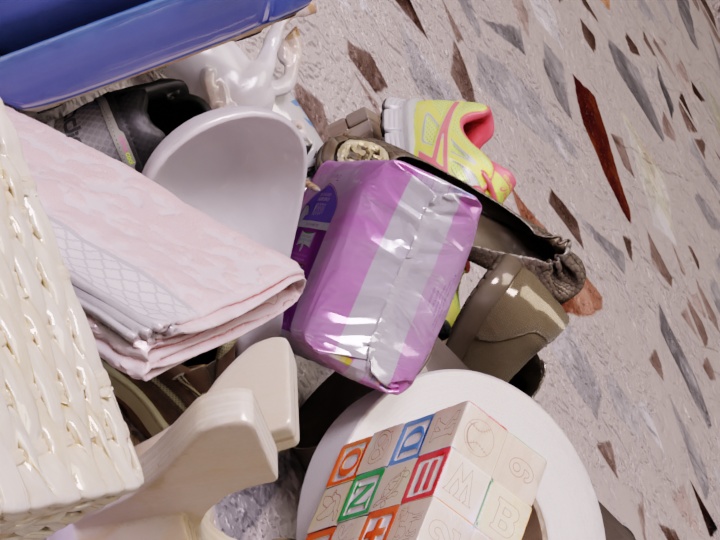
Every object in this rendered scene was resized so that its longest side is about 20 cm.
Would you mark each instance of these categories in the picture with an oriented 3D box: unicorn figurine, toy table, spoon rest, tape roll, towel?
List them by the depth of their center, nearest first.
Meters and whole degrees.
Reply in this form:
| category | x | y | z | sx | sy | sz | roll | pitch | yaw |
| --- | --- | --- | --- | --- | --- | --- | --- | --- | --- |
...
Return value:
| category | x | y | z | sx | sy | sz | roll | pitch | yaw |
| --- | --- | --- | --- | --- | --- | --- | --- | --- | --- |
| toy table | -0.083 | 0.121 | 0.935 | 0.184 | 0.116 | 0.201 | 67 | 16 | -62 |
| towel | -0.140 | -0.024 | 0.980 | 0.199 | 0.032 | 0.191 | 29 | 16 | 11 |
| spoon rest | -0.070 | -0.015 | 1.140 | 0.061 | 0.099 | 0.201 | 55 | -17 | 31 |
| tape roll | 0.055 | 0.158 | 1.188 | 0.202 | 0.037 | 0.204 | 11 | 70 | -33 |
| unicorn figurine | -0.084 | -0.130 | 1.307 | 0.199 | 0.074 | 0.138 | 31 | 60 | 5 |

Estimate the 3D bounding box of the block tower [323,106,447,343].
| category | x | y | z | sx | sy | sz | roll | pitch | yaw |
| --- | --- | --- | --- | --- | --- | --- | --- | --- | --- |
| block tower | 0.022 | -0.013 | 1.510 | 0.058 | 0.054 | 0.201 | 23 | 46 | -61 |

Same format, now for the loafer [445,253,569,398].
| category | x | y | z | sx | sy | sz | roll | pitch | yaw |
| --- | --- | --- | --- | --- | --- | --- | --- | --- | --- |
| loafer | 0.079 | 0.078 | 1.371 | 0.067 | 0.201 | 0.076 | 32 | 47 | 11 |

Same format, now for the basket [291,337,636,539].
| category | x | y | z | sx | sy | sz | roll | pitch | yaw |
| --- | --- | --- | --- | --- | --- | --- | --- | --- | --- |
| basket | 0.057 | 0.146 | 1.294 | 0.200 | 0.136 | 0.180 | 54 | 49 | -16 |

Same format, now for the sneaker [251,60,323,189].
| category | x | y | z | sx | sy | sz | roll | pitch | yaw |
| --- | --- | --- | --- | --- | --- | --- | --- | --- | --- |
| sneaker | -0.032 | -0.053 | 1.375 | 0.072 | 0.072 | 0.201 | -40 | 108 | -32 |

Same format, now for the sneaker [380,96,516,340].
| category | x | y | z | sx | sy | sz | roll | pitch | yaw |
| --- | --- | --- | --- | --- | --- | --- | --- | --- | --- |
| sneaker | 0.063 | -0.044 | 1.428 | 0.078 | 0.090 | 0.201 | 75 | 10 | -56 |

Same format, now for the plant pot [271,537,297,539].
| category | x | y | z | sx | sy | sz | roll | pitch | yaw |
| --- | --- | --- | --- | --- | --- | --- | --- | --- | --- |
| plant pot | -0.020 | 0.244 | 1.133 | 0.200 | 0.027 | 0.201 | 51 | 25 | -34 |

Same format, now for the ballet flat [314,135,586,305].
| category | x | y | z | sx | sy | sz | roll | pitch | yaw |
| --- | --- | --- | --- | --- | --- | --- | --- | --- | --- |
| ballet flat | 0.063 | -0.036 | 1.361 | 0.199 | 0.046 | 0.068 | 29 | 57 | -12 |

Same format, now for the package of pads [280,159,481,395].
| category | x | y | z | sx | sy | sz | roll | pitch | yaw |
| --- | --- | --- | --- | --- | --- | --- | --- | --- | --- |
| package of pads | 0.000 | 0.000 | 1.219 | 0.075 | 0.121 | 0.200 | 26 | -3 | -12 |

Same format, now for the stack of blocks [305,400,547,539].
| category | x | y | z | sx | sy | sz | roll | pitch | yaw |
| --- | --- | --- | --- | --- | --- | --- | --- | --- | --- |
| stack of blocks | 0.009 | 0.174 | 1.050 | 0.058 | 0.115 | 0.201 | 37 | 56 | -21 |

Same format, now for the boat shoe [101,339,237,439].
| category | x | y | z | sx | sy | sz | roll | pitch | yaw |
| --- | --- | --- | --- | --- | --- | --- | --- | --- | --- |
| boat shoe | -0.092 | 0.048 | 1.111 | 0.202 | 0.075 | 0.075 | 38 | 33 | -52 |

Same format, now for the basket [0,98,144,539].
| category | x | y | z | sx | sy | sz | roll | pitch | yaw |
| --- | --- | --- | --- | --- | --- | --- | --- | --- | --- |
| basket | -0.189 | 0.027 | 0.820 | 0.201 | 0.123 | 0.135 | 67 | 19 | 8 |

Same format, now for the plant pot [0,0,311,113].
| category | x | y | z | sx | sy | sz | roll | pitch | yaw |
| --- | --- | --- | --- | --- | --- | --- | --- | --- | --- |
| plant pot | -0.131 | -0.197 | 1.121 | 0.200 | 0.199 | 0.181 | -57 | 127 | -76 |

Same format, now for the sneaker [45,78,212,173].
| category | x | y | z | sx | sy | sz | roll | pitch | yaw |
| --- | --- | --- | --- | --- | --- | --- | --- | --- | --- |
| sneaker | -0.108 | -0.061 | 1.183 | 0.200 | 0.087 | 0.074 | 14 | 53 | -66 |
